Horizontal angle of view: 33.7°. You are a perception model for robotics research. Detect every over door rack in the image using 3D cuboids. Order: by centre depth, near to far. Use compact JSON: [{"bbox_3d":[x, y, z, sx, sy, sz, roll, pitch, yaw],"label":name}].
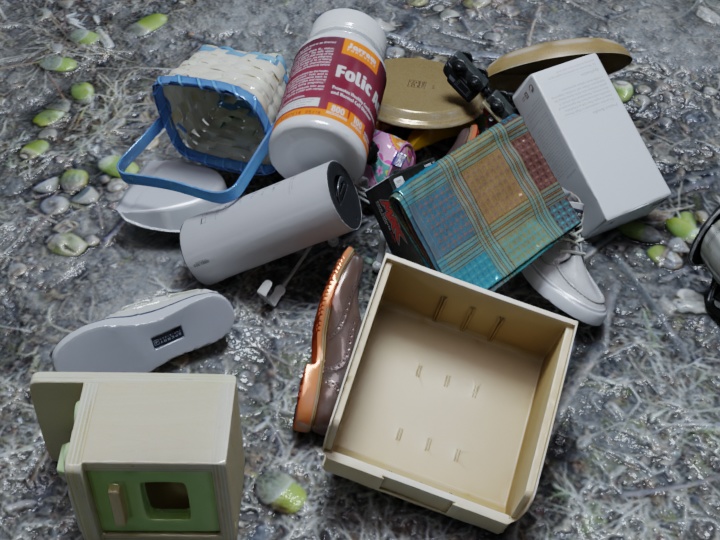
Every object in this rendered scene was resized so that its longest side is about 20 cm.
[{"bbox_3d":[0.000,0.000,1.347,0.147,0.067,0.201,28,65,26],"label":"over door rack"}]

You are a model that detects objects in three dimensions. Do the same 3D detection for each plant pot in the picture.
[{"bbox_3d":[0.250,-0.266,1.534,0.197,0.200,0.028,-7,86,-7],"label":"plant pot"}]

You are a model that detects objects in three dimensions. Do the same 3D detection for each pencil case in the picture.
[{"bbox_3d":[-0.030,-0.145,1.472,0.198,0.088,0.088,21,48,19],"label":"pencil case"}]

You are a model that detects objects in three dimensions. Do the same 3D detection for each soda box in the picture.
[{"bbox_3d":[0.081,-0.011,1.268,0.063,0.071,0.202,-23,89,-25],"label":"soda box"}]

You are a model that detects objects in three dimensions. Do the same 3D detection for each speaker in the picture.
[{"bbox_3d":[-0.100,-0.052,1.318,0.198,0.081,0.082,-20,40,22],"label":"speaker"}]

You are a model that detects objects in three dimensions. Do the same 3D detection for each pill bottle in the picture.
[{"bbox_3d":[-0.031,-0.199,1.369,0.112,0.115,0.202,7,53,8],"label":"pill bottle"}]

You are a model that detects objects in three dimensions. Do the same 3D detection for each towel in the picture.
[{"bbox_3d":[0.135,-0.063,1.254,0.199,0.022,0.148,-34,95,-29],"label":"towel"}]

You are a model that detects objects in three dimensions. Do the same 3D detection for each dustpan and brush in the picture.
[{"bbox_3d":[-0.180,-0.079,1.435,0.197,0.058,0.140,2,32,11],"label":"dustpan and brush"}]

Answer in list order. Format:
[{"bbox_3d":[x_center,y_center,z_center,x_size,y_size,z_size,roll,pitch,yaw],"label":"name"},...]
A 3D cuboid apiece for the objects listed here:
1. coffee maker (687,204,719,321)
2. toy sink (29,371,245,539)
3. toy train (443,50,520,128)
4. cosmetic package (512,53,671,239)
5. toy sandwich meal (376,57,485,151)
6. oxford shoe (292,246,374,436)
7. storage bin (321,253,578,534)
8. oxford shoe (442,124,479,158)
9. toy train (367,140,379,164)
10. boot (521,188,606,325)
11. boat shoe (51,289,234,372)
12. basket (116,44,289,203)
[{"bbox_3d":[0.482,0.018,1.270,0.189,0.136,0.201,-12,46,-13],"label":"coffee maker"},{"bbox_3d":[-0.213,0.179,1.112,0.197,0.131,0.113,2,45,0],"label":"toy sink"},{"bbox_3d":[0.177,-0.189,1.481,0.200,0.046,0.034,46,41,-6],"label":"toy train"},{"bbox_3d":[0.276,-0.150,1.427,0.101,0.074,0.202,-19,78,-20],"label":"cosmetic package"},{"bbox_3d":[0.066,-0.211,1.554,0.202,0.071,0.206,4,34,-2],"label":"toy sandwich meal"},{"bbox_3d":[-0.016,0.076,1.235,0.072,0.071,0.203,13,74,-3],"label":"oxford shoe"},{"bbox_3d":[0.082,0.120,1.142,0.198,0.094,0.201,19,62,1],"label":"storage bin"},{"bbox_3d":[0.100,-0.113,1.451,0.072,0.072,0.201,8,44,19],"label":"oxford shoe"},{"bbox_3d":[-0.059,-0.086,1.396,0.200,0.034,0.046,-45,58,-7],"label":"toy train"},{"bbox_3d":[0.224,-0.033,1.336,0.073,0.096,0.200,6,33,-42],"label":"boot"},{"bbox_3d":[-0.237,0.066,1.281,0.198,0.072,0.070,-22,21,-16],"label":"boat shoe"},{"bbox_3d":[-0.169,-0.164,1.389,0.174,0.140,0.201,15,51,29],"label":"basket"}]
